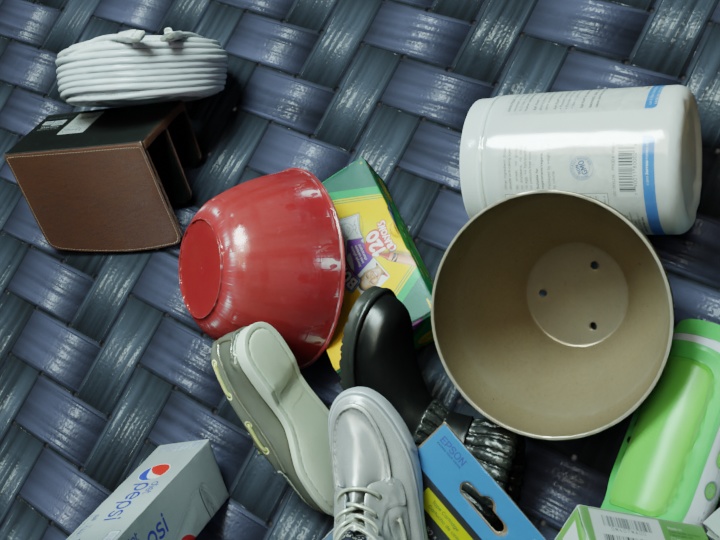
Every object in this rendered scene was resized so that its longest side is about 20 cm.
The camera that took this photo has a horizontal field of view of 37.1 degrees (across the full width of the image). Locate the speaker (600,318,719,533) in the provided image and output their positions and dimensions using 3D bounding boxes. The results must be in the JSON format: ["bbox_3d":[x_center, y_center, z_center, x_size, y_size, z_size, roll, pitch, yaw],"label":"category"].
[{"bbox_3d":[0.259,0.146,0.872,0.088,0.088,0.202,18,77,31],"label":"speaker"}]

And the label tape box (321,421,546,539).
[{"bbox_3d":[0.057,0.240,0.896,0.200,0.063,0.144,-46,77,16],"label":"label tape box"}]

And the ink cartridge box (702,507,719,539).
[{"bbox_3d":[0.373,0.180,0.774,0.200,0.083,0.147,-43,79,3],"label":"ink cartridge box"}]

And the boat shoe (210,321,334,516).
[{"bbox_3d":[-0.072,0.143,1.005,0.060,0.204,0.072,-17,18,37],"label":"boat shoe"}]

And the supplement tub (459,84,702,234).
[{"bbox_3d":[0.203,-0.099,0.982,0.197,0.132,0.134,2,69,28],"label":"supplement tub"}]

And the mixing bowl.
[{"bbox_3d":[-0.111,-0.003,1.054,0.199,0.107,0.204,-1,88,55],"label":"mixing bowl"}]

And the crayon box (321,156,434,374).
[{"bbox_3d":[0.000,0.000,1.084,0.118,0.058,0.202,-32,58,11],"label":"crayon box"}]

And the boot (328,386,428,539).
[{"bbox_3d":[0.009,0.194,0.827,0.073,0.095,0.203,-18,86,20],"label":"boot"}]

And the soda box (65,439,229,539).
[{"bbox_3d":[-0.197,0.235,1.000,0.063,0.200,0.069,-11,104,21],"label":"soda box"}]

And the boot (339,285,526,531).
[{"bbox_3d":[0.068,0.124,0.949,0.156,0.079,0.215,7,108,32],"label":"boot"}]

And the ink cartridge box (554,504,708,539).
[{"bbox_3d":[0.175,0.268,0.807,0.102,0.202,0.060,12,37,-11],"label":"ink cartridge box"}]

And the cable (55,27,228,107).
[{"bbox_3d":[-0.248,-0.227,1.234,0.197,0.199,0.070,-2,96,31],"label":"cable"}]

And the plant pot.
[{"bbox_3d":[0.174,0.030,0.922,0.197,0.134,0.204,3,97,22],"label":"plant pot"}]

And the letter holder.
[{"bbox_3d":[-0.289,-0.106,1.264,0.197,0.144,0.101,-2,34,25],"label":"letter holder"}]
